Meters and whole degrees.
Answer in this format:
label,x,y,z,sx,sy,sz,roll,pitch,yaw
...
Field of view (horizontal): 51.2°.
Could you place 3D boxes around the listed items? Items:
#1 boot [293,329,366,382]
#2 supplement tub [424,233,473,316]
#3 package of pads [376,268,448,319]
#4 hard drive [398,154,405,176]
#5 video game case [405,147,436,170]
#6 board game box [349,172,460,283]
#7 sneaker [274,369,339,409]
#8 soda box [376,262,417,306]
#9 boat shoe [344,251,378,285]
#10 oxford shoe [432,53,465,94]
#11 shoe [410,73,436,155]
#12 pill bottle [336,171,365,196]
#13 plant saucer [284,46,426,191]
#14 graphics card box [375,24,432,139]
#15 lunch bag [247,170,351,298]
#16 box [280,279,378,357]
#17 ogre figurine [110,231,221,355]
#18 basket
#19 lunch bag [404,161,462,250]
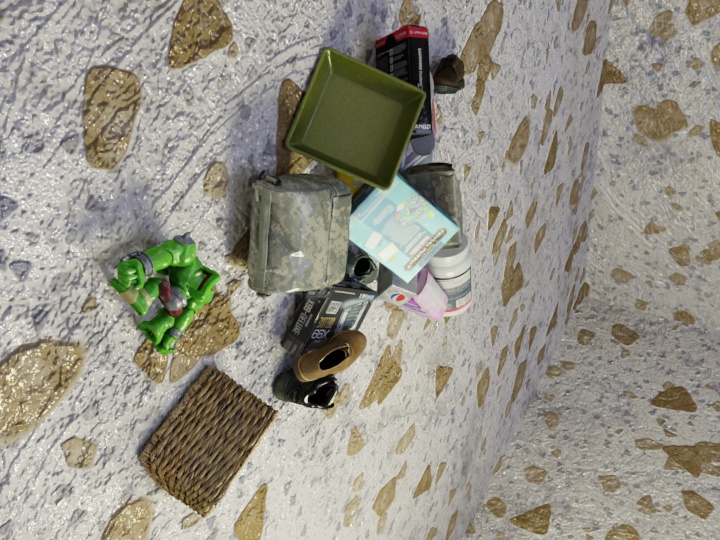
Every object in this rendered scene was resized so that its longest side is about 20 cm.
label,x,y,z,sx,sy,sz,roll,pitch,yaw
boot,-0.037,0.162,1.451,0.200,0.075,0.074,-24,93,-52
supplement tub,0.216,0.005,1.918,0.140,0.140,0.200,-50,145,-39
package of pads,0.129,0.047,1.798,0.076,0.120,0.200,-67,153,-13
hard drive,0.071,-0.209,1.569,0.135,0.042,0.200,-75,169,-75
video game case,0.127,-0.187,1.770,0.200,0.023,0.182,-43,141,-46
board game box,0.068,-0.088,1.426,0.200,0.047,0.151,36,104,-32
sneaker,-0.074,0.226,1.518,0.199,0.114,0.076,-20,124,-61
soda box,0.084,-0.027,1.628,0.068,0.063,0.200,-43,-147,48
boat shoe,0.000,0.000,1.587,0.200,0.062,0.073,24,82,-63
oxford shoe,0.192,-0.444,1.698,0.200,0.073,0.085,-55,148,-63
shoe,0.128,-0.353,1.640,0.091,0.071,0.200,-75,158,-75
pill bottle,0.009,-0.188,1.445,0.111,0.111,0.200,-39,138,-49
plant saucer,-0.011,-0.262,1.329,0.048,0.199,0.200,154,-42,-77
graphics card box,0.081,-0.348,1.423,0.051,0.125,0.200,-3,92,-29
lunch bag,-0.114,-0.064,1.247,0.168,0.139,0.200,-21,122,-58
box,-0.059,0.095,1.508,0.158,0.050,0.200,-63,155,7
ogre figurine,-0.267,0.029,1.057,0.120,0.098,0.200,-44,131,-26
basket,-0.257,0.286,1.256,0.200,0.149,0.143,-56,-178,-31
lunch bag,0.153,-0.138,1.577,0.200,0.117,0.164,-65,149,-76
